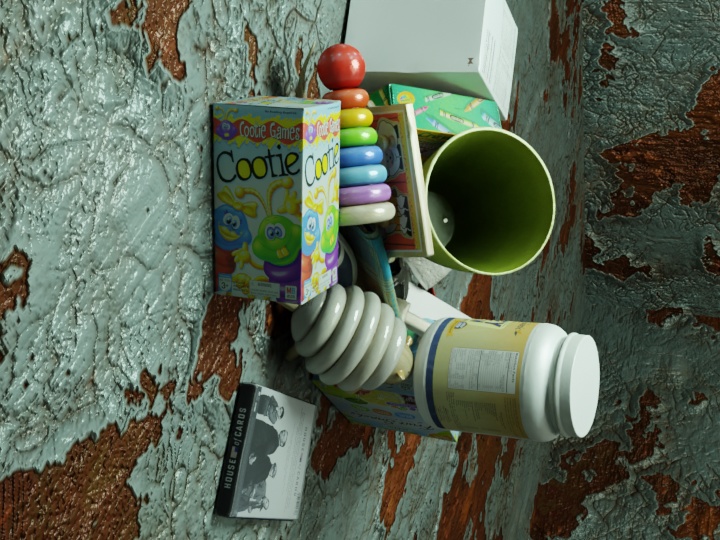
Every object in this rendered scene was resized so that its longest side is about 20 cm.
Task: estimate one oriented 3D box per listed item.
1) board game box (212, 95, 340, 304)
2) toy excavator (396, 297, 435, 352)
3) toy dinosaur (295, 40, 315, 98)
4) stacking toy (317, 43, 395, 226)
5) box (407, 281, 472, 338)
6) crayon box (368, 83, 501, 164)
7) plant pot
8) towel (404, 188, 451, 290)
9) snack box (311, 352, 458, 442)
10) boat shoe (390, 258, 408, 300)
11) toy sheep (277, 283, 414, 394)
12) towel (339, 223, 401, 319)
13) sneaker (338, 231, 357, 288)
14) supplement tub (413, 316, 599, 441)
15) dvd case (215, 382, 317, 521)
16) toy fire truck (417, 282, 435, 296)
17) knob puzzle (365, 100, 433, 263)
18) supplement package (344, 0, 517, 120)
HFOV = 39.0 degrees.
[{"bbox_3d":[-0.086,-0.078,1.073,0.105,0.103,0.201,-33,127,-65],"label":"board game box"},{"bbox_3d":[0.108,0.104,1.446,0.200,0.194,0.100,109,4,-72],"label":"toy excavator"},{"bbox_3d":[-0.066,-0.170,1.202,0.200,0.058,0.101,78,11,-59],"label":"toy dinosaur"},{"bbox_3d":[-0.011,-0.153,1.137,0.085,0.085,0.201,-20,106,-68],"label":"stacking toy"},{"bbox_3d":[0.104,0.117,1.572,0.200,0.036,0.145,29,77,-30],"label":"box"},{"bbox_3d":[0.076,-0.189,1.340,0.200,0.119,0.058,1,77,-40],"label":"crayon box"},{"bbox_3d":[0.129,-0.080,1.362,0.200,0.187,0.188,169,-68,-68],"label":"plant pot"},{"bbox_3d":[0.100,-0.078,1.495,0.200,0.132,0.034,54,2,-27],"label":"towel"},{"bbox_3d":[0.044,0.170,1.415,0.200,0.168,0.068,55,45,-60],"label":"snack box"},{"bbox_3d":[0.027,-0.024,1.452,0.057,0.067,0.201,-82,162,-64],"label":"boat shoe"},{"bbox_3d":[-0.020,0.080,1.233,0.138,0.200,0.138,-54,-161,29],"label":"toy sheep"},{"bbox_3d":[0.000,0.000,1.296,0.022,0.147,0.200,-29,130,-19],"label":"towel"},{"bbox_3d":[-0.062,-0.024,1.220,0.085,0.075,0.200,-57,144,-35],"label":"sneaker"},{"bbox_3d":[0.181,0.134,1.250,0.144,0.199,0.145,-8,100,-61],"label":"supplement tub"},{"bbox_3d":[-0.108,0.222,1.220,0.200,0.025,0.151,40,58,-67],"label":"dvd case"},{"bbox_3d":[0.106,0.079,1.658,0.176,0.128,0.200,-55,134,-53],"label":"toy fire truck"},{"bbox_3d":[0.012,-0.105,1.229,0.030,0.220,0.220,-13,113,-27],"label":"knob puzzle"},{"bbox_3d":[0.099,-0.306,1.392,0.200,0.191,0.148,29,67,-70],"label":"supplement package"}]
